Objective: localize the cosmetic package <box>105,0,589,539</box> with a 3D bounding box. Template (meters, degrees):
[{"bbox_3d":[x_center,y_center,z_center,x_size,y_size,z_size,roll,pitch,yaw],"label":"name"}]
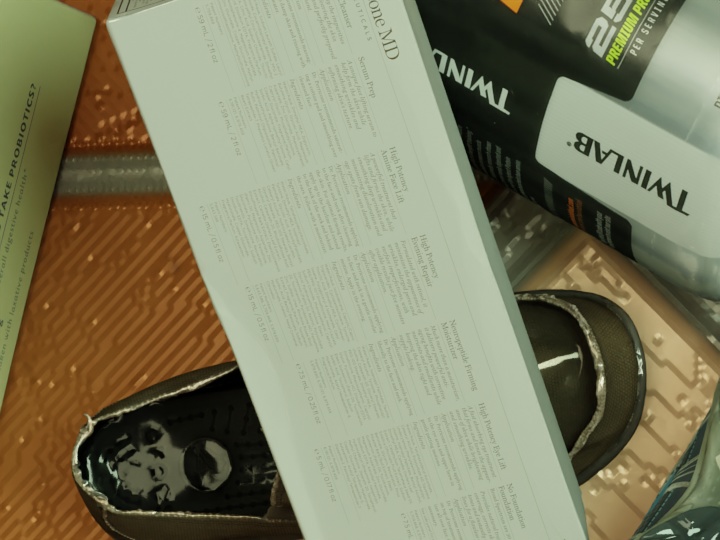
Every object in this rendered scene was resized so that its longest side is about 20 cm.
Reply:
[{"bbox_3d":[0.000,0.000,0.766,0.082,0.051,0.200,-16,109,9],"label":"cosmetic package"}]

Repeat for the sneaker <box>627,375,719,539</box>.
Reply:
[{"bbox_3d":[0.111,0.095,0.773,0.078,0.086,0.200,31,74,12],"label":"sneaker"}]

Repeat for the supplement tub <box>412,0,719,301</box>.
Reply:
[{"bbox_3d":[0.059,-0.088,0.807,0.200,0.123,0.123,31,94,19],"label":"supplement tub"}]

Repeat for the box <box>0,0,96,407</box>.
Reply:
[{"bbox_3d":[-0.187,-0.024,0.843,0.096,0.200,0.176,14,90,19],"label":"box"}]

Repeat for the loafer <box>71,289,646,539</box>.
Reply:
[{"bbox_3d":[-0.005,0.055,0.841,0.199,0.071,0.073,-17,79,16],"label":"loafer"}]
